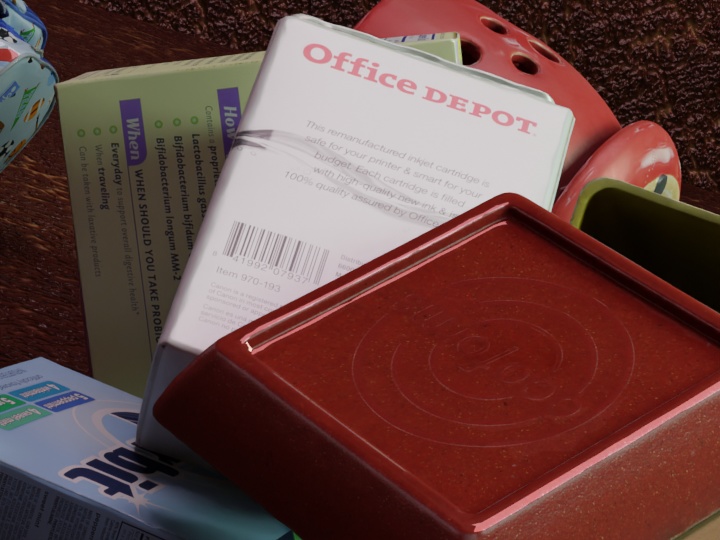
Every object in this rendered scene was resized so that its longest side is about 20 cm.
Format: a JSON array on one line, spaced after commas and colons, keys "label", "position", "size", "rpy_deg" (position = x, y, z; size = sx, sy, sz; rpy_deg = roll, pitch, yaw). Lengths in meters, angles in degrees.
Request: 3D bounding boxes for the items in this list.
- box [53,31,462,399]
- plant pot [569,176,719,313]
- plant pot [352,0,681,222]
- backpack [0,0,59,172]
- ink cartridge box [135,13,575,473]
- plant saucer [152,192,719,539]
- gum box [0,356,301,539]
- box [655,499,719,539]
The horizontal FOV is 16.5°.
[{"label": "box", "position": [-0.040, -0.021, 1.245], "size": [0.199, 0.177, 0.097], "rpy_deg": [-6, 7, 4]}, {"label": "plant pot", "position": [0.179, 0.084, 1.264], "size": [0.199, 0.201, 0.176], "rpy_deg": [19, -1, 7]}, {"label": "plant pot", "position": [0.065, -0.035, 1.384], "size": [0.182, 0.201, 0.200], "rpy_deg": [31, 14, 21]}, {"label": "backpack", "position": [-0.277, -0.124, 1.563], "size": [0.154, 0.200, 0.190], "rpy_deg": [50, 5, 3]}, {"label": "ink cartridge box", "position": [0.000, 0.000, 1.102], "size": [0.144, 0.084, 0.201], "rpy_deg": [18, 52, -1]}, {"label": "plant saucer", "position": [0.051, 0.043, 0.958], "size": [0.199, 0.037, 0.199], "rpy_deg": [-28, 41, -28]}, {"label": "gum box", "position": [-0.092, 0.101, 1.073], "size": [0.199, 0.045, 0.170], "rpy_deg": [22, 11, 14]}, {"label": "box", "position": [0.087, 0.135, 0.859], "size": [0.163, 0.021, 0.200], "rpy_deg": [-3, 24, 32]}]
